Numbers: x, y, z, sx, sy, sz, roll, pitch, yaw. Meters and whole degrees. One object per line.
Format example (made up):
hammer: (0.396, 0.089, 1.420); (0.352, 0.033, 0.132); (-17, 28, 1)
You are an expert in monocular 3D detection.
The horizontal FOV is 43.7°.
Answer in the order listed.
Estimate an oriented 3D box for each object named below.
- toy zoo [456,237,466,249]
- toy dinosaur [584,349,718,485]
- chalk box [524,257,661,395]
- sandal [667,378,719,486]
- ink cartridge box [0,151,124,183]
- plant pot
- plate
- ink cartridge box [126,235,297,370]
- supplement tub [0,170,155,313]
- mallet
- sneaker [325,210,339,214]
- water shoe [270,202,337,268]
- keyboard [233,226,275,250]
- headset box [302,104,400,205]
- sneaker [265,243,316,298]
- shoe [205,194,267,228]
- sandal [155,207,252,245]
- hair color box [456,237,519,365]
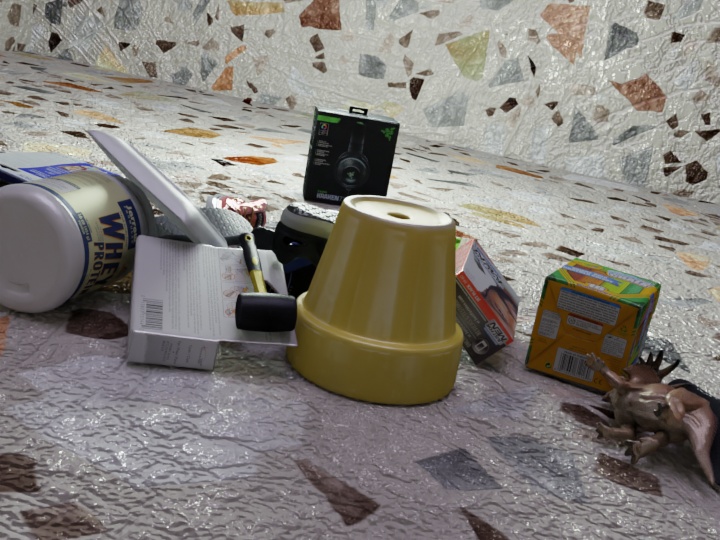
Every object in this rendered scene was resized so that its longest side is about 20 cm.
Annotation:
toy zoo: (0.088, -0.055, 1.617); (0.199, 0.021, 0.131); (13, 16, 8)
toy dinosaur: (0.325, 0.146, 0.960); (0.135, 0.086, 0.200); (-1, 20, -32)
chalk box: (0.309, 0.064, 1.169); (0.124, 0.125, 0.200); (18, 18, 22)
sandal: (0.382, 0.172, 0.952); (0.043, 0.076, 0.200); (34, 11, -15)
ink cartridge box: (-0.544, -0.162, 1.538); (0.197, 0.047, 0.200); (21, 21, 28)
plant pot: (0.028, 0.023, 1.011); (0.199, 0.190, 0.201); (10, 15, -3)
plate: (-0.247, -0.090, 1.167); (0.199, 0.032, 0.200); (40, -9, 20)
ink cartridge box: (-0.171, 0.036, 1.017); (0.175, 0.045, 0.200); (7, 30, -16)
supplement tub: (-0.346, -0.041, 1.064); (0.144, 0.146, 0.200); (14, 17, 13)
mallet: (-0.126, 0.008, 1.012); (0.065, 0.041, 0.200); (-1, 29, -23)
sneaker: (0.000, 0.000, 1.172); (0.200, 0.074, 0.082); (42, 28, 9)
water shoe: (-0.020, -0.021, 1.117); (0.199, 0.079, 0.072); (20, 17, -25)
keyboard: (-0.082, 0.003, 1.240); (0.199, 0.021, 0.127); (19, 37, 13)
headset box: (-0.020, -0.239, 1.855); (0.173, 0.201, 0.093); (9, 16, -9)
sneaker: (-0.128, 0.026, 1.136); (0.199, 0.078, 0.070); (-19, 30, -19)
shoe: (-0.197, -0.085, 1.442); (0.090, 0.072, 0.200); (4, 12, -3)
sandal: (-0.257, -0.051, 1.303); (0.199, 0.043, 0.076); (-5, 41, -15)
hair color box: (0.152, 0.035, 1.181); (0.111, 0.064, 0.200); (53, 19, -5)
